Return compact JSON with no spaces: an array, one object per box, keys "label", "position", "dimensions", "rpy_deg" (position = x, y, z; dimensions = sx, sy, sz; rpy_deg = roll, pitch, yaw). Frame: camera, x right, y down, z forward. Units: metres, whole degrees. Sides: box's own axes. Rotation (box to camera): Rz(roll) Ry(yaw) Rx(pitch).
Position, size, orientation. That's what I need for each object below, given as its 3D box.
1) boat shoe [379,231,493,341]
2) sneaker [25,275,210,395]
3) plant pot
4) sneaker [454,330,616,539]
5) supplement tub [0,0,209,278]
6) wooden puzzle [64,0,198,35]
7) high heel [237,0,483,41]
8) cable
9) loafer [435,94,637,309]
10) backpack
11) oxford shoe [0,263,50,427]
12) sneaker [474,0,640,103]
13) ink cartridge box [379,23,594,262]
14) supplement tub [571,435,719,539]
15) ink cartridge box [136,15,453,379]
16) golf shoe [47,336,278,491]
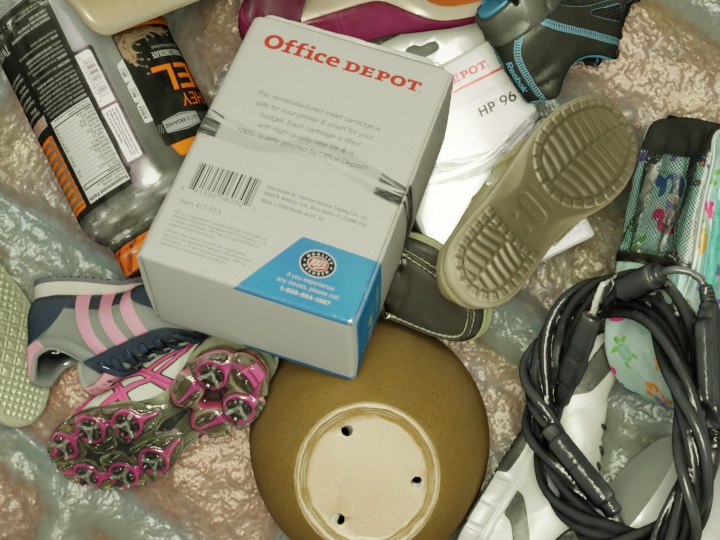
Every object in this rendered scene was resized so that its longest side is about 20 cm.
[{"label":"boat shoe","position":[0.000,-0.001,0.943],"dimensions":[0.199,0.066,0.073],"rpy_deg":[31,123,24]},{"label":"sneaker","position":[-0.160,0.050,0.941],"dimensions":[0.198,0.070,0.083],"rpy_deg":[-1,74,37]},{"label":"plant pot","position":[0.006,0.127,0.909],"dimensions":[0.183,0.200,0.190],"rpy_deg":[0,88,0]},{"label":"sneaker","position":[0.147,0.137,0.955],"dimensions":[0.079,0.074,0.202],"rpy_deg":[30,80,13]},{"label":"supplement tub","position":[-0.170,-0.106,0.952],"dimensions":[0.121,0.123,0.202],"rpy_deg":[-27,90,0]},{"label":"wooden puzzle","position":[-0.165,-0.246,0.927],"dimensions":[0.184,0.038,0.200],"rpy_deg":[-29,58,-31]},{"label":"high heel","position":[0.008,-0.194,0.984],"dimensions":[0.196,0.096,0.069],"rpy_deg":[3,70,-8]},{"label":"cable","position":[0.165,0.099,0.858],"dimensions":[0.050,0.162,0.204],"rpy_deg":[8,77,-41]},{"label":"loafer","position":[0.113,-0.048,0.901],"dimensions":[0.200,0.068,0.076],"rpy_deg":[-42,99,-27]},{"label":"backpack","position":[0.265,0.009,0.924],"dimensions":[0.175,0.150,0.203],"rpy_deg":[11,98,-33]},{"label":"oxford shoe","position":[-0.296,0.026,0.989],"dimensions":[0.057,0.075,0.202],"rpy_deg":[-22,99,41]},{"label":"sneaker","position":[0.166,-0.195,0.959],"dimensions":[0.199,0.073,0.083],"rpy_deg":[-36,109,-25]},{"label":"ink cartridge box","position":[0.075,-0.091,0.975],"dimensions":[0.115,0.068,0.202],"rpy_deg":[-26,89,0]},{"label":"supplement tub","position":[0.257,0.229,0.930],"dimensions":[0.199,0.145,0.146],"rpy_deg":[41,90,1]},{"label":"ink cartridge box","position":[-0.037,-0.051,0.866],"dimensions":[0.144,0.086,0.202],"rpy_deg":[17,60,10]},{"label":"golf shoe","position":[-0.142,0.098,0.978],"dimensions":[0.198,0.092,0.073],"rpy_deg":[-25,111,20]}]
